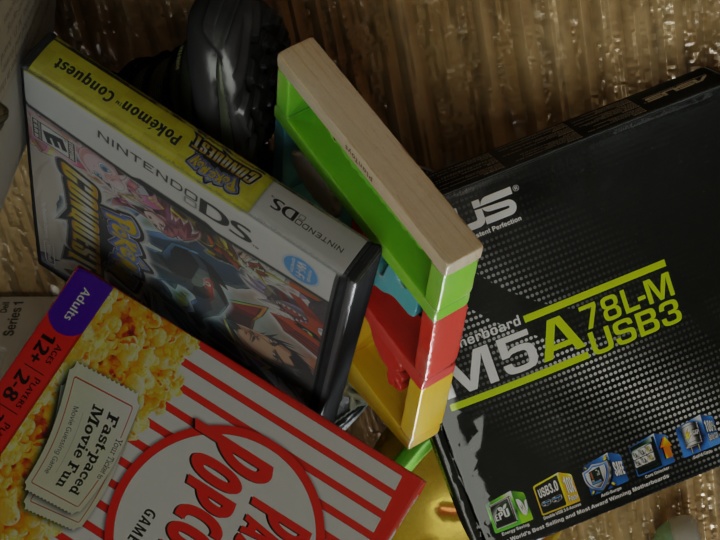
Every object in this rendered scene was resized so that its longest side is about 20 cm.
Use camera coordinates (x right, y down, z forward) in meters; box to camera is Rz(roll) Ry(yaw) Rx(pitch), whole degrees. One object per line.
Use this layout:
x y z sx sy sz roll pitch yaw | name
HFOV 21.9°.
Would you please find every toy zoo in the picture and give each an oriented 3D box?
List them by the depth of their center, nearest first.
0.000 0.000 0.871 0.020 0.131 0.200 -28 154 -20 | toy zoo

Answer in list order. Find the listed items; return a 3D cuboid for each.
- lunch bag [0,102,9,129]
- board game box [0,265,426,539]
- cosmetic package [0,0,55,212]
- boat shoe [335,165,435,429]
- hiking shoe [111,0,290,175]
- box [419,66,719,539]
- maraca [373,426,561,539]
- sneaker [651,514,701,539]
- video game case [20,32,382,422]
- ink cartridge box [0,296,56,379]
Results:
-0.258 -0.052 0.702 0.168 0.139 0.200 46 117 -6 | lunch bag
-0.092 0.114 0.895 0.200 0.152 0.046 31 169 5 | board game box
-0.226 -0.137 0.824 0.165 0.165 0.200 10 127 -2 | cosmetic package
-0.004 0.037 1.002 0.074 0.068 0.199 25 124 -15 | boat shoe
-0.091 -0.070 0.893 0.101 0.076 0.200 14 152 0 | hiking shoe
0.117 0.022 0.934 0.200 0.048 0.193 -21 111 -4 | box
0.069 0.104 1.027 0.137 0.107 0.200 3 122 -46 | maraca
0.143 0.226 1.129 0.118 0.074 0.201 3 130 -6 | sneaker
-0.082 -0.006 0.892 0.181 0.026 0.200 33 154 9 | video game case
-0.167 0.133 1.037 0.084 0.145 0.200 -3 126 5 | ink cartridge box
